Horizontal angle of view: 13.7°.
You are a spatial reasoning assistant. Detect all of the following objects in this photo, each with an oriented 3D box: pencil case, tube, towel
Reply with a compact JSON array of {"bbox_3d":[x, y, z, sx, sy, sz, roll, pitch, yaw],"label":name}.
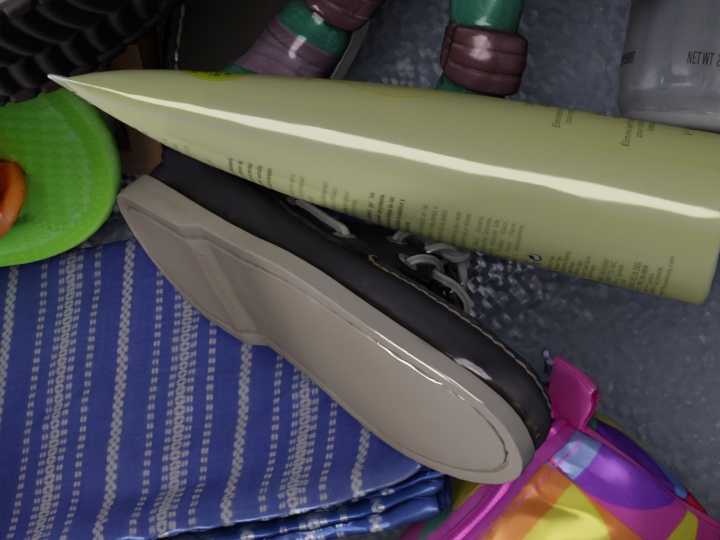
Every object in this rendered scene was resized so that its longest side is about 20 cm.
[{"bbox_3d":[0.025,0.122,0.948,0.088,0.088,0.200,40,94,14],"label":"pencil case"},{"bbox_3d":[0.010,-0.035,0.883,0.200,0.058,0.052,11,47,5],"label":"tube"},{"bbox_3d":[-0.064,0.036,0.969,0.200,0.024,0.145,-11,45,13],"label":"towel"}]

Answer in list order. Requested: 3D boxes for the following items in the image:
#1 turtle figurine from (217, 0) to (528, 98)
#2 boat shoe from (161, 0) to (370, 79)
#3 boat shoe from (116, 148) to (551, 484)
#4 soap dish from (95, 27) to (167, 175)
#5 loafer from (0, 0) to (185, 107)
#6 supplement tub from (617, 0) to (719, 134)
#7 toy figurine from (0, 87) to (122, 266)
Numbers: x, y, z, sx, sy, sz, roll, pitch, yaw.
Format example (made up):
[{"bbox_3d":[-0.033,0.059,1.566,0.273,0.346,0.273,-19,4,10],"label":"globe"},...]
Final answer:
[{"bbox_3d":[0.037,-0.122,0.918,0.150,0.101,0.200,32,114,20],"label":"turtle figurine"},{"bbox_3d":[-0.022,-0.132,0.996,0.072,0.060,0.202,21,89,15],"label":"boat shoe"},{"bbox_3d":[0.000,0.000,0.911,0.063,0.073,0.200,-40,38,-16],"label":"boat shoe"},{"bbox_3d":[-0.149,-0.120,0.968,0.157,0.200,0.081,4,44,15],"label":"soap dish"},{"bbox_3d":[-0.073,-0.112,0.872,0.200,0.073,0.071,-29,73,4],"label":"loafer"},{"bbox_3d":[0.153,-0.131,0.923,0.122,0.123,0.200,9,86,14],"label":"supplement tub"},{"bbox_3d":[-0.185,0.033,0.939,0.200,0.150,0.184,-17,47,39],"label":"toy figurine"}]
